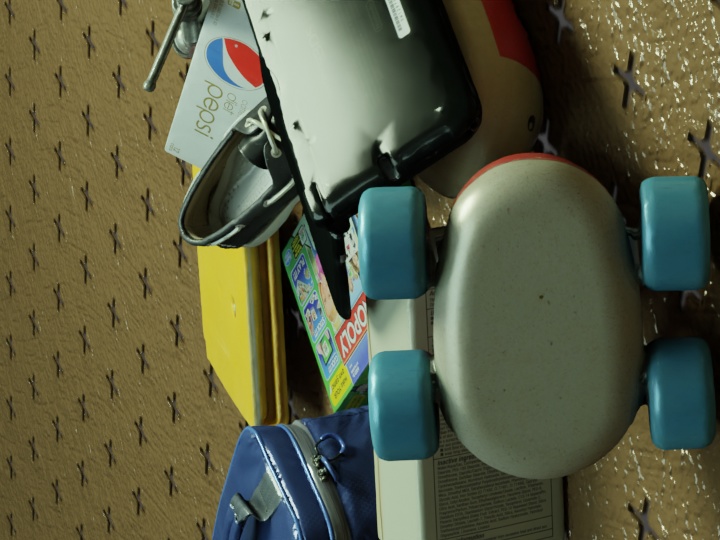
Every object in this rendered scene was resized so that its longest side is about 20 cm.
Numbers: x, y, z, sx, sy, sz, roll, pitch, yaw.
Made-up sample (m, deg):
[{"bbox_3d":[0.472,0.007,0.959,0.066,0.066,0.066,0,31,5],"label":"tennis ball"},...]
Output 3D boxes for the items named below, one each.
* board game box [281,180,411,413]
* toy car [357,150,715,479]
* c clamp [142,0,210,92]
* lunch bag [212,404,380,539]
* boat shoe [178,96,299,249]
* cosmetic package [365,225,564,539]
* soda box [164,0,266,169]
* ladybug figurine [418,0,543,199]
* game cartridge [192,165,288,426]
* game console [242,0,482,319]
[{"bbox_3d":[0.000,0.000,1.730,0.200,0.029,0.135,121,135,-58],"label":"board game box"},{"bbox_3d":[0.101,0.007,1.376,0.200,0.184,0.177,-73,-20,-74],"label":"toy car"},{"bbox_3d":[-0.114,-0.200,1.761,0.171,0.027,0.200,-63,-1,-1],"label":"c clamp"},{"bbox_3d":[-0.033,0.191,1.753,0.200,0.132,0.136,106,146,-47],"label":"lunch bag"},{"bbox_3d":[-0.064,-0.086,1.741,0.200,0.060,0.074,-47,65,39],"label":"boat shoe"},{"bbox_3d":[0.064,0.076,1.513,0.073,0.104,0.200,-152,56,-63],"label":"cosmetic package"},{"bbox_3d":[-0.084,-0.151,1.789,0.064,0.068,0.200,-61,-3,-36],"label":"soda box"},{"bbox_3d":[0.054,-0.134,1.487,0.136,0.072,0.200,112,142,-51],"label":"ladybug figurine"},{"bbox_3d":[-0.096,0.014,1.933,0.200,0.032,0.176,-130,35,-69],"label":"game cartridge"},{"bbox_3d":[0.001,-0.105,1.474,0.176,0.116,0.200,-33,56,22],"label":"game console"}]
